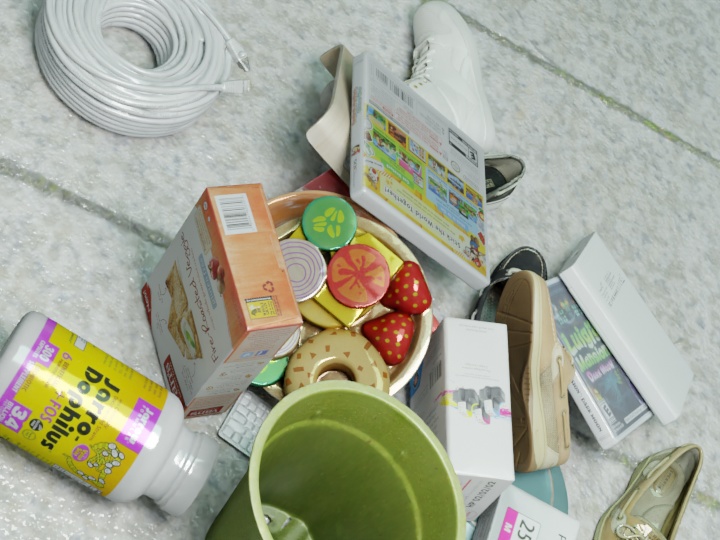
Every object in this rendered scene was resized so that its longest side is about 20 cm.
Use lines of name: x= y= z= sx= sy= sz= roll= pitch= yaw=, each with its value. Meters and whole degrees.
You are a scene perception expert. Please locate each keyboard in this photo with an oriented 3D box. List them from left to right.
keyboard: x=-0.042 y=0.190 z=1.345 sx=0.199 sy=0.011 sz=0.056 roll=37 pitch=49 yaw=-9

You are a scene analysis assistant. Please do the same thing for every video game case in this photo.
video game case: x=0.062 y=-0.100 z=1.448 sx=0.199 sy=0.023 sz=0.183 roll=35 pitch=42 yaw=-37
video game case: x=0.254 y=0.087 z=1.540 sx=0.183 sy=0.023 sz=0.200 roll=60 pitch=28 yaw=8

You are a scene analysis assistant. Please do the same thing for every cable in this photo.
cable: x=-0.229 y=-0.229 z=1.439 sx=0.199 sy=0.069 sz=0.201 roll=-22 pitch=75 yaw=-39

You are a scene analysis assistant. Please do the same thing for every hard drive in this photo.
hard drive: x=0.297 y=0.061 z=1.587 sx=0.201 sy=0.026 sz=0.132 roll=55 pitch=27 yaw=-4

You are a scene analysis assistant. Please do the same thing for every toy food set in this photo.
toy food set: x=-0.030 y=0.039 z=1.332 sx=0.197 sy=0.049 sz=0.200 roll=39 pitch=77 yaw=4
toy food set: x=0.001 y=-0.138 z=1.492 sx=0.144 sy=0.060 sz=0.201 roll=47 pitch=24 yaw=-22

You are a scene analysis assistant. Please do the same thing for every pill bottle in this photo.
pill bottle: x=-0.220 y=0.127 z=1.204 sx=0.199 sy=0.104 sz=0.105 roll=32 pitch=50 yaw=-12

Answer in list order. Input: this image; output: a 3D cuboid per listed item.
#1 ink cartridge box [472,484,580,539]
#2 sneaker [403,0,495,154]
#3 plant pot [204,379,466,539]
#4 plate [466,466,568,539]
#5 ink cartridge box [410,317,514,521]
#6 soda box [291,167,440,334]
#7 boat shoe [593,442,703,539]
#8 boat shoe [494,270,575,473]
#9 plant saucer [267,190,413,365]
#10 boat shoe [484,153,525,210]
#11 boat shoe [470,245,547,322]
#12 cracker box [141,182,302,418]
ink cartridge box: x=0.172 y=0.330 z=1.355 sx=0.172 sy=0.044 sz=0.201 roll=28 pitch=60 yaw=-10
sneaker: x=0.076 y=-0.225 z=1.632 sx=0.115 sy=0.074 sz=0.202 roll=-2 pitch=65 yaw=-37
plant pot: x=-0.043 y=0.222 z=1.205 sx=0.198 sy=0.190 sz=0.202 roll=16 pitch=56 yaw=-25
plate: x=0.134 y=0.210 z=1.439 sx=0.199 sy=0.026 sz=0.202 roll=17 pitch=55 yaw=-25
ink cartridge box: x=0.094 y=0.161 z=1.352 sx=0.067 sy=0.115 sz=0.202 roll=8 pitch=60 yaw=-13
soda box: x=0.000 y=0.000 z=1.438 sx=0.070 sy=0.063 sz=0.201 roll=-31 pitch=82 yaw=-11
boat shoe: x=0.304 y=0.259 z=1.494 sx=0.073 sy=0.063 sz=0.201 roll=45 pitch=48 yaw=-2
boat shoe: x=0.178 y=0.099 z=1.434 sx=0.064 sy=0.071 sz=0.202 roll=-4 pitch=98 yaw=-28
plant saucer: x=-0.047 y=0.024 z=1.377 sx=0.198 sy=0.037 sz=0.202 roll=1 pitch=77 yaw=-5
boat shoe: x=0.100 y=-0.094 z=1.574 sx=0.199 sy=0.064 sz=0.071 roll=-19 pitch=74 yaw=-39
boat shoe: x=0.158 y=0.034 z=1.531 sx=0.073 sy=0.061 sz=0.200 roll=31 pitch=48 yaw=8
cracker box: x=-0.127 y=0.031 z=1.258 sx=0.057 sy=0.200 sz=0.135 roll=-7 pitch=66 yaw=-29
